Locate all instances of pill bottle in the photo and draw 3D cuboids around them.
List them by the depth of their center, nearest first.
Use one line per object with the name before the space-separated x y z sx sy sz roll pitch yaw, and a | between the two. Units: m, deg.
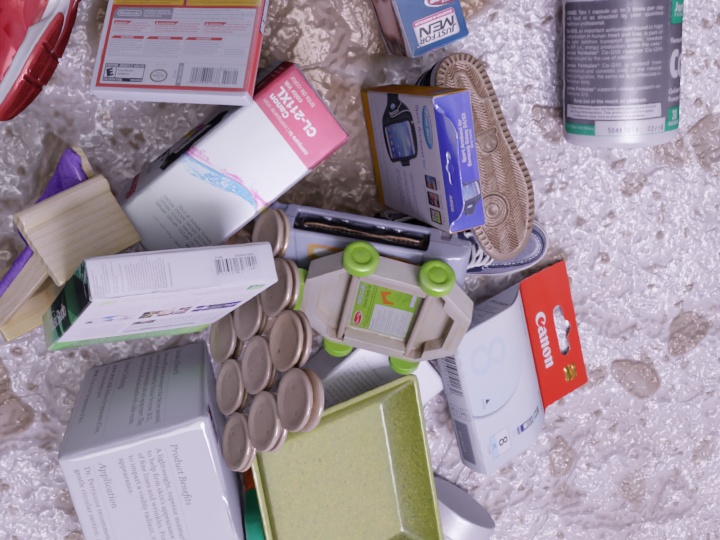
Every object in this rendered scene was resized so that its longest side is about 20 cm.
pill bottle | 0.256 -0.228 0.848 0.112 0.113 0.202 -8 107 -10
pill bottle | 0.060 0.341 0.967 0.113 0.113 0.201 29 97 -18

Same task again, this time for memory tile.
memory tile | -0.089 0.059 0.744 0.017 0.201 0.153 9 146 -35

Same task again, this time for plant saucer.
plant saucer | -0.018 0.221 0.840 0.199 0.048 0.202 -17 102 -35

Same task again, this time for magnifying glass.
magnifying glass | -0.104 0.239 0.857 0.022 0.200 0.080 -10 120 -4

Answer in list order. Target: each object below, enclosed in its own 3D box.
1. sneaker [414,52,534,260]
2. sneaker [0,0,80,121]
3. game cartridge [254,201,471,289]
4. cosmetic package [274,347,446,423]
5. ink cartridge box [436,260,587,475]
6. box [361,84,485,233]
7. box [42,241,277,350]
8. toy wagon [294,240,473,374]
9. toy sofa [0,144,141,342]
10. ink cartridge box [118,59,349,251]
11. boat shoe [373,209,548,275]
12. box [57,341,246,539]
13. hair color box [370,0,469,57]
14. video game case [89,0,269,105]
sneaker | 0.107 -0.111 0.853 0.070 0.108 0.201 -21 102 -10
sneaker | -0.313 -0.241 0.759 0.115 0.078 0.201 26 86 -9
game cartridge | 0.000 0.000 0.824 0.198 0.042 0.134 10 142 6
cosmetic package | -0.020 0.141 0.917 0.200 0.071 0.102 -41 109 1
ink cartridge box | 0.178 0.100 0.928 0.199 0.047 0.161 -25 111 -27
box | 0.059 -0.108 0.799 0.041 0.200 0.120 -15 108 -18
box | -0.171 0.024 0.708 0.143 0.200 0.037 -6 77 -30
toy wagon | 0.000 0.029 0.799 0.198 0.040 0.156 15 144 -1
toy sofa | -0.277 -0.018 0.747 0.083 0.200 0.098 -35 94 -38
ink cartridge box | -0.121 -0.097 0.791 0.200 0.146 0.083 -39 109 0
boat shoe | 0.113 -0.022 0.891 0.198 0.093 0.075 0 105 -12
box | -0.186 0.203 0.831 0.130 0.200 0.201 -13 107 -7
hair color box | 0.030 -0.302 0.794 0.060 0.100 0.201 -22 108 -5
video game case | -0.146 -0.239 0.742 0.142 0.017 0.202 5 77 12
